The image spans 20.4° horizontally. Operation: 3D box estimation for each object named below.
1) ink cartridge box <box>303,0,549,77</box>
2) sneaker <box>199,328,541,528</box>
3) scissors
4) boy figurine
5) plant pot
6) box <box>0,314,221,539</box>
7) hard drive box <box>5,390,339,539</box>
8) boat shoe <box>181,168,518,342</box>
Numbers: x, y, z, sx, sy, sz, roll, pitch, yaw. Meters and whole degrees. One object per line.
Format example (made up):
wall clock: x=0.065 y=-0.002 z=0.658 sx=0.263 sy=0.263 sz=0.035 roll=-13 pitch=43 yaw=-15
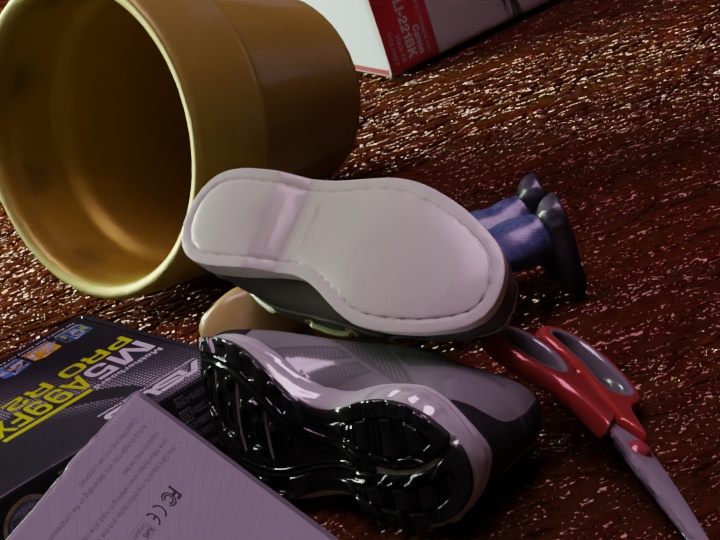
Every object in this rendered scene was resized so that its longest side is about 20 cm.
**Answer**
ink cartridge box: x=0.061 y=-0.234 z=1.577 sx=0.199 sy=0.084 sz=0.144 roll=-28 pitch=22 yaw=-20
sneaker: x=-0.001 y=0.066 z=0.928 sx=0.079 sy=0.075 sz=0.199 roll=-24 pitch=26 yaw=-39
scissors: x=0.120 y=0.073 z=0.857 sx=0.073 sy=0.014 sz=0.200 roll=15 pitch=19 yaw=-36
boy figurine: x=0.016 y=0.013 z=1.037 sx=0.199 sy=0.065 sz=0.124 roll=-23 pitch=21 yaw=-6
plant pot: x=-0.106 y=-0.100 z=1.265 sx=0.200 sy=0.202 sz=0.188 roll=1 pitch=13 yaw=42
box: x=-0.177 y=0.096 z=1.026 sx=0.199 sy=0.045 sz=0.160 roll=-31 pitch=24 yaw=-29
hard drive box: x=-0.030 y=0.151 z=0.547 sx=0.077 sy=0.199 sz=0.156 roll=-54 pitch=-2 yaw=34
boat shoe: x=0.001 y=-0.003 z=0.947 sx=0.201 sy=0.060 sz=0.072 roll=14 pitch=73 yaw=43
